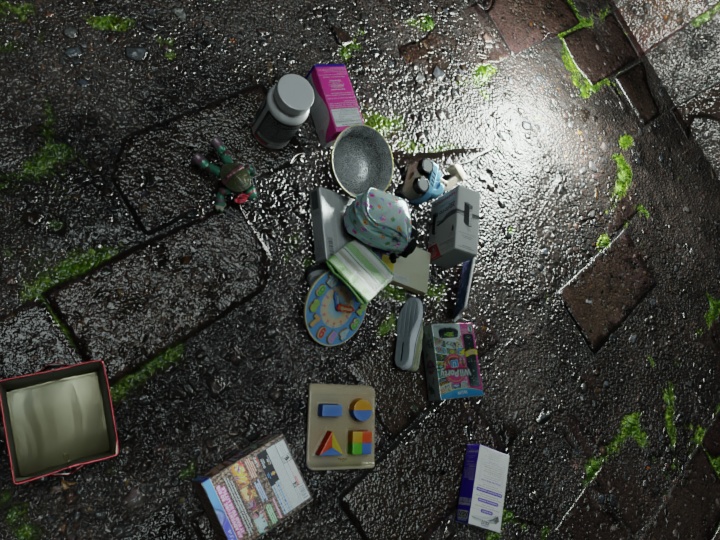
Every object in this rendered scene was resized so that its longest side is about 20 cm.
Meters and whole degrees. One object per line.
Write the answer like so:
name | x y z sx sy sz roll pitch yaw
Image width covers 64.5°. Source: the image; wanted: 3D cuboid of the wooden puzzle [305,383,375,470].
wooden puzzle | -0.041 0.379 1.394 0.184 0.046 0.202 7 72 -26

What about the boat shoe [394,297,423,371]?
boat shoe | 0.137 0.175 1.549 0.062 0.072 0.202 32 63 -44

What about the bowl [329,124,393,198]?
bowl | -0.015 -0.291 1.569 0.199 0.094 0.203 0 91 -33

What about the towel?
towel | 0.000 0.000 1.449 0.149 0.031 0.200 46 30 3

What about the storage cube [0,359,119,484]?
storage cube | -0.559 0.279 1.066 0.170 0.180 0.202 -10 79 -30

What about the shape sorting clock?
shape sorting clock | -0.058 0.092 1.434 0.199 0.039 0.202 -8 102 -42

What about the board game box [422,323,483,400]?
board game box | 0.251 0.250 1.573 0.146 0.064 0.202 1 76 -28

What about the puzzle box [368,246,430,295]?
puzzle box | 0.105 -0.022 1.599 0.199 0.025 0.134 22 61 -21

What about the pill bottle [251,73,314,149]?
pill bottle | -0.197 -0.402 1.453 0.113 0.200 0.115 8 72 -26

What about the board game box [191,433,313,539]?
board game box | -0.232 0.474 1.232 0.199 0.097 0.161 -24 87 -32

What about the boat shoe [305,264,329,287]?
boat shoe | -0.050 0.016 1.489 0.198 0.069 0.057 7 33 -29

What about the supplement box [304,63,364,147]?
supplement box | -0.077 -0.459 1.593 0.103 0.101 0.202 -12 82 -31

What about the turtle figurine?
turtle figurine | -0.313 -0.226 1.403 0.200 0.101 0.150 47 59 -2

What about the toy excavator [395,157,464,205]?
toy excavator | 0.220 -0.264 1.712 0.199 0.099 0.196 31 64 -32

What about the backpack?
backpack | 0.055 -0.133 1.515 0.199 0.127 0.168 18 49 -29

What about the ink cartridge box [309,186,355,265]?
ink cartridge box | -0.058 -0.109 1.535 0.173 0.043 0.202 11 68 -52

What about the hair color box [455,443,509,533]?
hair color box | 0.327 0.580 1.524 0.109 0.065 0.202 25 63 -21

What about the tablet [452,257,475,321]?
tablet | 0.301 0.037 1.637 0.014 0.130 0.202 14 67 0

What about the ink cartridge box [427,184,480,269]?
ink cartridge box | 0.270 -0.125 1.656 0.083 0.144 0.202 17 68 -22
